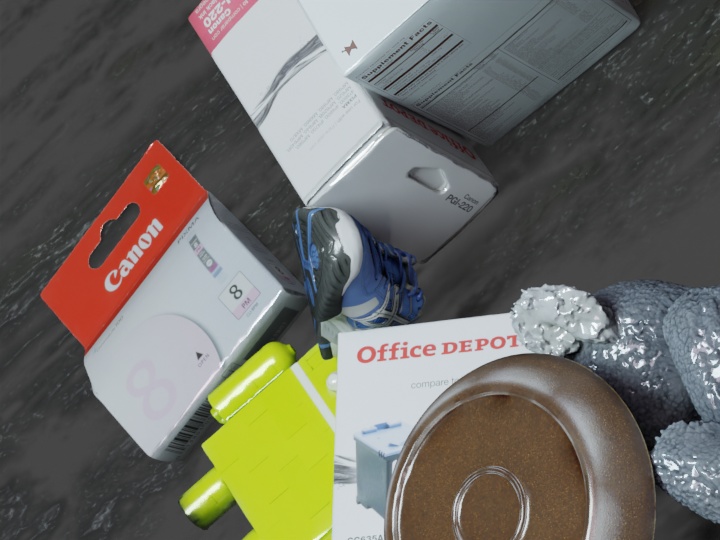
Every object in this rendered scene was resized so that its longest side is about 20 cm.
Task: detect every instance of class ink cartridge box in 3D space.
[{"bbox_3d":[-0.011,-0.115,1.617,0.085,0.146,0.200,-46,53,15],"label":"ink cartridge box"},{"bbox_3d":[-0.152,0.018,1.745,0.200,0.057,0.163,44,103,26],"label":"ink cartridge box"},{"bbox_3d":[0.061,0.137,1.516,0.146,0.086,0.200,-8,66,19],"label":"ink cartridge box"}]

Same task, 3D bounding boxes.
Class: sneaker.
[{"bbox_3d":[0.000,0.000,1.551,0.077,0.200,0.076,-13,75,-2],"label":"sneaker"}]

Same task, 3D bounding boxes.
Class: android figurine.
[{"bbox_3d":[-0.032,0.127,1.635,0.200,0.041,0.182,-41,55,9],"label":"android figurine"}]

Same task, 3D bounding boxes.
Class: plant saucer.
[{"bbox_3d":[0.084,0.145,1.396,0.200,0.032,0.200,-13,70,40],"label":"plant saucer"}]

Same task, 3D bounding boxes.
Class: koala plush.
[{"bbox_3d":[0.205,0.057,1.450,0.200,0.177,0.184,11,86,41],"label":"koala plush"}]

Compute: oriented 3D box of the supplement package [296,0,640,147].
[{"bbox_3d":[0.050,-0.218,1.585,0.147,0.200,0.191,-39,62,18],"label":"supplement package"}]
